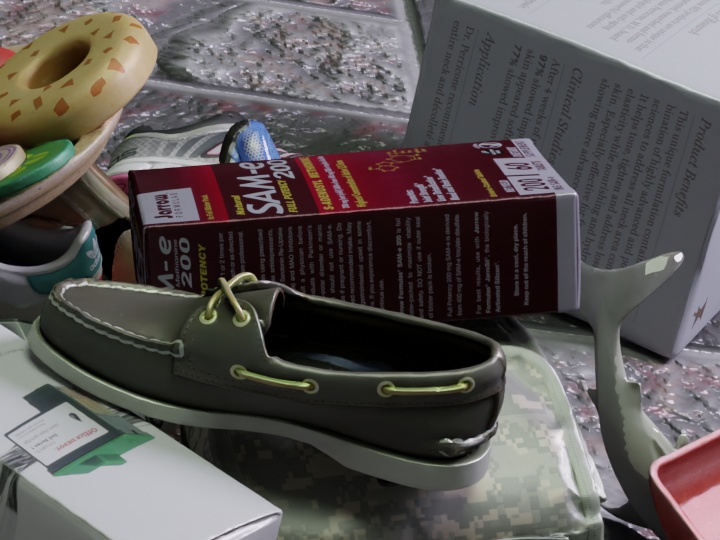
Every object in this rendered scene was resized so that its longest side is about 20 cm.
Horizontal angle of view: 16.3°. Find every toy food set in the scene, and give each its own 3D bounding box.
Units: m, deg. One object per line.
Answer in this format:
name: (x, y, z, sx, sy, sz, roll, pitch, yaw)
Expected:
toy food set: (-0.212, -0.069, 1.273, 0.200, 0.049, 0.198, 7, 38, 35)

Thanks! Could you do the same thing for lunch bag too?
lunch bag: (0.008, 0.087, 1.141, 0.163, 0.118, 0.200, -5, 20, -12)

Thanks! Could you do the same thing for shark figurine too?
shark figurine: (0.144, 0.095, 1.263, 0.128, 0.215, 0.089, -50, 21, -28)

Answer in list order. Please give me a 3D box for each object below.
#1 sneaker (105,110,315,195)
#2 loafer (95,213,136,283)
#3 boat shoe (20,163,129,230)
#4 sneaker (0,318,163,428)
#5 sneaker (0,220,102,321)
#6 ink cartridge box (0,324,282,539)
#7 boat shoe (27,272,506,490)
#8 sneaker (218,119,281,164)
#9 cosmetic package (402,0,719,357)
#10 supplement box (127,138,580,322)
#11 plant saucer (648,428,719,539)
sneaker: (-0.057, -0.051, 1.468, 0.199, 0.074, 0.088, 4, 35, -7)
loafer: (-0.099, 0.018, 1.334, 0.067, 0.076, 0.200, 0, 21, -20)
boat shoe: (-0.188, -0.045, 1.367, 0.065, 0.072, 0.200, -49, 30, -13)
sneaker: (-0.185, 0.067, 1.210, 0.199, 0.089, 0.074, 0, -6, 28)
sneaker: (-0.227, -0.014, 1.300, 0.199, 0.094, 0.070, 13, 38, -2)
ink cartridge box: (-0.141, 0.123, 1.044, 0.200, 0.146, 0.084, 31, 31, 28)
boat shoe: (-0.038, 0.033, 1.047, 0.201, 0.060, 0.072, 15, 28, 3)
sneaker: (0.000, 0.000, 1.280, 0.200, 0.089, 0.079, 53, 6, -16)
cosmetic package: (0.148, -0.081, 1.511, 0.200, 0.168, 0.166, 24, 30, 19)
supplement box: (-0.006, -0.015, 1.179, 0.199, 0.061, 0.109, -5, 17, -8)
plant saucer: (0.245, 0.152, 1.204, 0.200, 0.037, 0.200, -20, 66, -44)
